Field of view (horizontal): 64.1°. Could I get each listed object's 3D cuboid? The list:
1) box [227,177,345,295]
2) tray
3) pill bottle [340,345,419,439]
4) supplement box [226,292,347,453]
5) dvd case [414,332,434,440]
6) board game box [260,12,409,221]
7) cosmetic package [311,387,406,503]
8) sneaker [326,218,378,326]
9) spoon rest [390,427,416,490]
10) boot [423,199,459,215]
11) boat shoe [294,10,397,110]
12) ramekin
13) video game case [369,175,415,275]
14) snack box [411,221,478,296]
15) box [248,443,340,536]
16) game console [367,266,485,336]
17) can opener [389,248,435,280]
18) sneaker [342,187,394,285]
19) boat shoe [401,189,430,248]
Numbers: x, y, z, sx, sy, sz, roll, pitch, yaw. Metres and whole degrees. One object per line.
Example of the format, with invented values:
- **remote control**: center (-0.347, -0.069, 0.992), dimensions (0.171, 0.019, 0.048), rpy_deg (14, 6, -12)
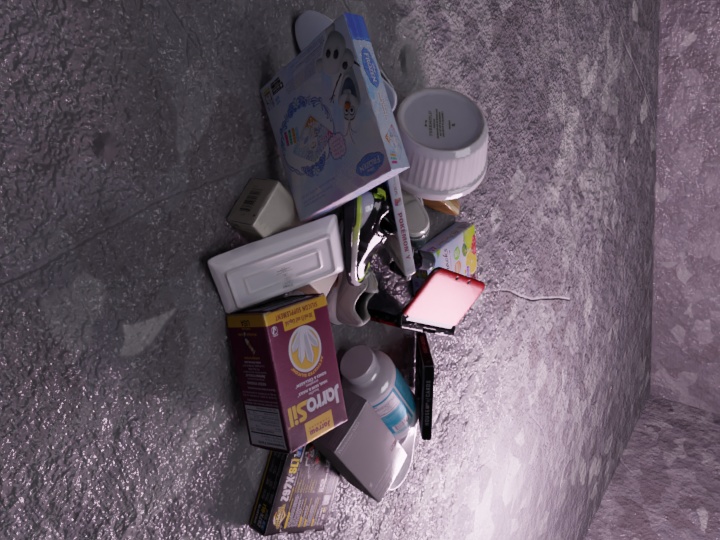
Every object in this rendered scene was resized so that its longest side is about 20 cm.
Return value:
- **box**: center (-0.109, -0.046, 0.888), dimensions (0.084, 0.067, 0.201), rpy_deg (-59, 137, -20)
- **tray**: center (-0.114, -0.003, 0.837), dimensions (0.194, 0.022, 0.110), rpy_deg (-21, 134, -12)
- **pill bottle**: center (0.033, 0.228, 1.092), dimensions (0.112, 0.108, 0.202), rpy_deg (-55, 135, -25)
- **supplement box**: center (-0.111, 0.151, 0.876), dimensions (0.129, 0.101, 0.208), rpy_deg (-17, 98, -47)
- **dvd case**: center (0.130, 0.227, 1.184), dimensions (0.200, 0.024, 0.156), rpy_deg (-88, 178, -76)
- **board game box**: center (-0.042, -0.197, 0.782), dimensions (0.043, 0.197, 0.206), rpy_deg (-14, 86, -44)
- **cosmetic package**: center (-0.004, 0.307, 1.013), dimensions (0.108, 0.088, 0.202), rpy_deg (-54, 137, -22)
- **sneaker**: center (0.000, 0.000, 1.012), dimensions (0.075, 0.090, 0.208), rpy_deg (1, 98, -50)
- **spoon rest**: center (0.085, 0.372, 1.229), dimensions (0.098, 0.059, 0.208), rpy_deg (-7, 103, -49)
- **boot**: center (0.160, -0.215, 1.171), dimensions (0.198, 0.071, 0.160), rpy_deg (29, 76, -43)
- **boat shoe**: center (-0.017, -0.325, 0.899), dimensions (0.197, 0.074, 0.069), rpy_deg (36, 26, -9)
- **ramekin**: center (0.135, -0.231, 1.009), dimensions (0.203, 0.199, 0.095), rpy_deg (-49, 162, -29)
- **video game case**: center (0.039, -0.115, 0.969), dimensions (0.022, 0.201, 0.187), rpy_deg (-16, 118, -7)
- **snack box**: center (0.189, -0.003, 1.269), dimensions (0.198, 0.052, 0.147), rpy_deg (-32, 121, -41)
- **box**: center (-0.098, 0.353, 1.013), dimensions (0.158, 0.048, 0.207), rpy_deg (22, 81, -48)
- **game console**: center (0.117, 0.056, 1.106), dimensions (0.197, 0.169, 0.123), rpy_deg (16, 86, -49)
- **can opener**: center (0.094, -0.012, 1.058), dimensions (0.200, 0.064, 0.055), rpy_deg (-117, -144, -86)
- **sneaker**: center (0.014, -0.045, 0.889), dimensions (0.203, 0.080, 0.074), rpy_deg (91, -6, -55)
- **boat shoe**: center (0.077, -0.126, 1.039), dimensions (0.071, 0.204, 0.062), rpy_deg (-19, 144, 1)
